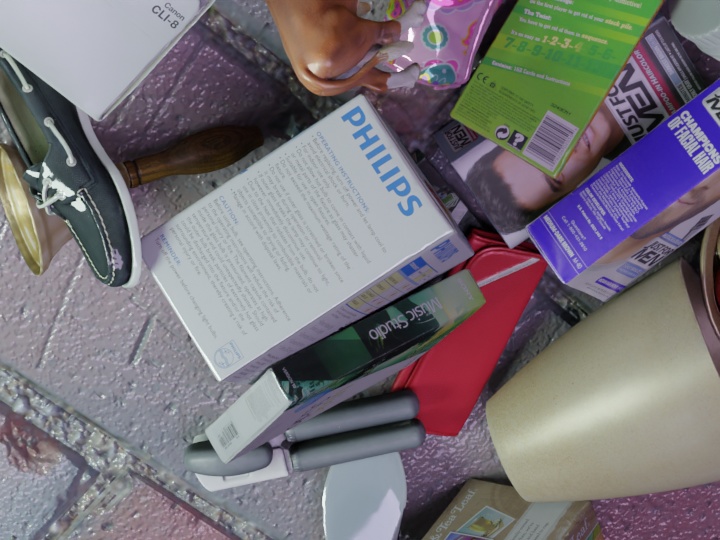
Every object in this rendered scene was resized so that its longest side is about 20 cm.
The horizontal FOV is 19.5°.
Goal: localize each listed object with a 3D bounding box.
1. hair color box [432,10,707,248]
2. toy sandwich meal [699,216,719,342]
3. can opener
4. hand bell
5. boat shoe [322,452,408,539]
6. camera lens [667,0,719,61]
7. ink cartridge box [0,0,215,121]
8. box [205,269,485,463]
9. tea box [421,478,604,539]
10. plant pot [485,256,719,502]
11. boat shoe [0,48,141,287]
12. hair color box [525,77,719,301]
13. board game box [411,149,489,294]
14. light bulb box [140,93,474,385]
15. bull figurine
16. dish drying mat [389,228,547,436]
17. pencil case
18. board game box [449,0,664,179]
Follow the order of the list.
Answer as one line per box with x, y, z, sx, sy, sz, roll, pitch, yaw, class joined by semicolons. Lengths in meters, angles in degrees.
0.170;-0.118;1.652;0.200;0.061;0.099;-34;121;6;hair color box
0.365;-0.005;1.718;0.205;0.070;0.205;0;91;-35;toy sandwich meal
-0.045;0.146;1.730;0.200;0.066;0.053;-12;108;-2;can opener
-0.167;-0.075;1.586;0.200;0.104;0.104;-19;121;-18;hand bell
0.005;0.233;1.792;0.073;0.068;0.200;-4;94;0;boat shoe
0.356;-0.210;1.593;0.200;0.160;0.160;19;111;-23;camera lens
-0.194;-0.228;1.417;0.145;0.200;0.145;38;103;-28;ink cartridge box
-0.012;0.074;1.625;0.200;0.144;0.036;-28;81;-32;box
0.120;0.320;1.778;0.200;0.134;0.197;-48;130;-37;tea box
0.213;0.112;1.736;0.200;0.187;0.187;-24;122;15;plant pot
-0.214;-0.074;1.488;0.060;0.200;0.076;-15;162;-31;boat shoe
0.239;-0.062;1.641;0.200;0.065;0.109;-39;159;14;hair color box
0.000;0.000;1.693;0.200;0.023;0.105;-37;123;6;board game box
-0.035;-0.016;1.558;0.200;0.198;0.125;-33;83;4;light bulb box
-0.029;-0.208;1.504;0.121;0.200;0.065;-5;152;-27;bull figurine
0.086;0.056;1.733;0.077;0.018;0.200;12;121;-21;dish drying mat
0.082;-0.234;1.553;0.087;0.087;0.200;18;112;-23;pencil case
0.160;-0.179;1.590;0.095;0.030;0.200;31;95;7;board game box
